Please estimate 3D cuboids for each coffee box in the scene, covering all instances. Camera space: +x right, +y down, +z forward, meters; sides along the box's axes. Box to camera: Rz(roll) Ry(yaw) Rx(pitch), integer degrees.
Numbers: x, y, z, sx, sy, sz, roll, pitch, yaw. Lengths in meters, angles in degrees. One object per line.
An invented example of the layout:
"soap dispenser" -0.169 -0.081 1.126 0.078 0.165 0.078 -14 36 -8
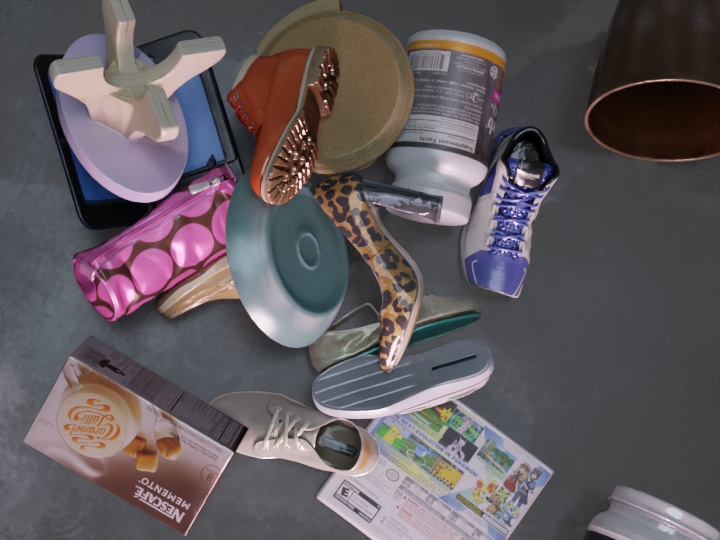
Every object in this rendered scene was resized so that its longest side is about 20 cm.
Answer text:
"coffee box" -0.237 0.174 1.610 0.200 0.080 0.114 31 105 -1

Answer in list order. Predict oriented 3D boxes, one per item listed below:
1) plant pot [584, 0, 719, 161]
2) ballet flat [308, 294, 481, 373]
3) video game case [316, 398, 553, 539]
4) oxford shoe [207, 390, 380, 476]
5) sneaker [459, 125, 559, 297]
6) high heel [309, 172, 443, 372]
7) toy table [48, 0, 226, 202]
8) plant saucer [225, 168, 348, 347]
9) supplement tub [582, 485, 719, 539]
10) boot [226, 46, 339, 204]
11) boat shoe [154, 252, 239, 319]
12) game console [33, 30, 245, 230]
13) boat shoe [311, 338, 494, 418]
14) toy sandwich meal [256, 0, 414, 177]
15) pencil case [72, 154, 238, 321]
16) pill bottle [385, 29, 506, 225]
"plant pot" 0.350 -0.253 1.708 0.187 0.187 0.200 8 67 -5
"ballet flat" 0.035 0.057 1.679 0.200 0.067 0.062 -20 75 -8
"video game case" 0.083 0.236 1.681 0.200 0.022 0.182 37 80 1
"oxford shoe" -0.076 0.175 1.647 0.200 0.058 0.075 15 82 8
"sneaker" 0.166 -0.076 1.683 0.080 0.115 0.200 13 81 -3
"high heel" 0.000 0.000 1.620 0.142 0.071 0.200 12 93 4
"toy table" -0.235 -0.185 1.558 0.184 0.117 0.200 -26 73 -31
"plant saucer" -0.067 -0.020 1.612 0.036 0.200 0.200 -13 82 32
"supplement tub" 0.290 0.347 1.627 0.140 0.140 0.200 27 80 -2
"boot" -0.096 -0.153 1.594 0.107 0.075 0.200 5 54 16
"boat shoe" -0.128 0.004 1.670 0.200 0.072 0.076 -34 101 -8
"game console" -0.236 -0.156 1.648 0.171 0.118 0.200 -18 85 3
"boat shoe" 0.049 0.130 1.647 0.200 0.067 0.074 -9 58 0
"toy sandwich meal" -0.033 -0.198 1.681 0.205 0.070 0.205 -2 80 11
"pencil case" -0.207 -0.033 1.596 0.200 0.094 0.091 -37 72 -16
"pill bottle" 0.091 -0.157 1.686 0.116 0.116 0.200 11 82 -4
